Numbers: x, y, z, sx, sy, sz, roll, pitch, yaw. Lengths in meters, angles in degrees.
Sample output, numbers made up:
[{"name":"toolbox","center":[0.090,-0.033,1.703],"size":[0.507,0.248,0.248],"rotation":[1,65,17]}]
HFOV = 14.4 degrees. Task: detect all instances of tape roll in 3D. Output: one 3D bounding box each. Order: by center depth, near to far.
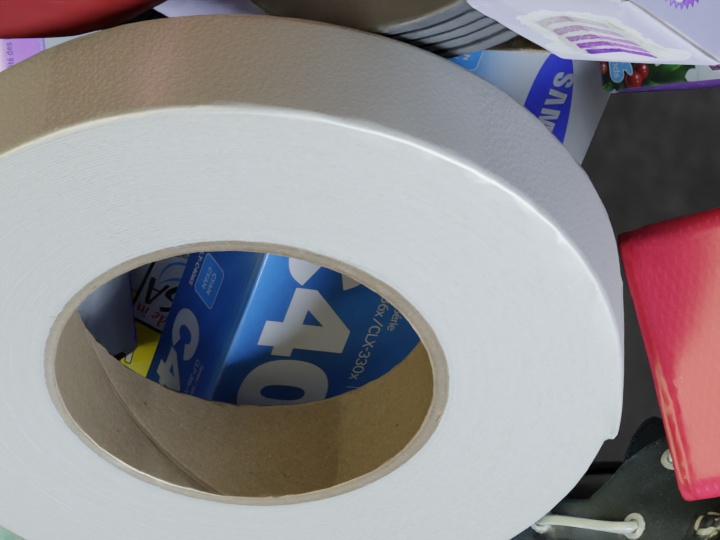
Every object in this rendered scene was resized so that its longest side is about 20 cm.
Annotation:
[{"name":"tape roll","center":[-0.029,0.016,0.762],"size":[0.203,0.203,0.037],"rotation":[-40,32,37]}]

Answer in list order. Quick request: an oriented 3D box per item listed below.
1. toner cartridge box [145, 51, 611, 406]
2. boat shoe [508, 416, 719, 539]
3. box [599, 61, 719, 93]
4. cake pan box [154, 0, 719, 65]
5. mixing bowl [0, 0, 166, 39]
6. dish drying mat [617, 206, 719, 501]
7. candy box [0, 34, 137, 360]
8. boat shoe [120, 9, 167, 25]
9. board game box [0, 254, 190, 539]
[{"name":"toner cartridge box","center":[0.000,0.000,0.854],"size":[0.043,0.095,0.200],"rotation":[51,128,49]},{"name":"boat shoe","center":[0.087,0.072,0.806],"size":[0.200,0.076,0.060],"rotation":[-15,86,37]},{"name":"box","center":[0.122,-0.152,0.771],"size":[0.137,0.039,0.200],"rotation":[-3,93,42]},{"name":"cake pan box","center":[0.034,-0.148,0.747],"size":[0.184,0.052,0.200],"rotation":[8,78,44]},{"name":"mixing bowl","center":[-0.080,-0.134,0.725],"size":[0.200,0.108,0.200],"rotation":[-23,52,32]},{"name":"dish drying mat","center":[0.168,0.002,0.730],"size":[0.200,0.018,0.077],"rotation":[-16,85,25]},{"name":"candy box","center":[-0.180,-0.045,0.859],"size":[0.200,0.072,0.168],"rotation":[-5,95,11]},{"name":"boat shoe","center":[-0.057,-0.104,0.913],"size":[0.199,0.066,0.075],"rotation":[-46,67,35]},{"name":"board game box","center":[-0.140,0.047,0.923],"size":[0.151,0.047,0.200],"rotation":[28,101,6]}]
